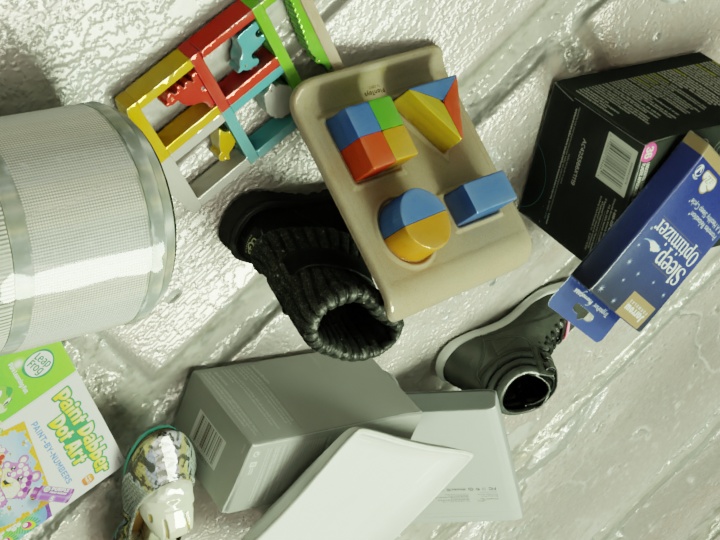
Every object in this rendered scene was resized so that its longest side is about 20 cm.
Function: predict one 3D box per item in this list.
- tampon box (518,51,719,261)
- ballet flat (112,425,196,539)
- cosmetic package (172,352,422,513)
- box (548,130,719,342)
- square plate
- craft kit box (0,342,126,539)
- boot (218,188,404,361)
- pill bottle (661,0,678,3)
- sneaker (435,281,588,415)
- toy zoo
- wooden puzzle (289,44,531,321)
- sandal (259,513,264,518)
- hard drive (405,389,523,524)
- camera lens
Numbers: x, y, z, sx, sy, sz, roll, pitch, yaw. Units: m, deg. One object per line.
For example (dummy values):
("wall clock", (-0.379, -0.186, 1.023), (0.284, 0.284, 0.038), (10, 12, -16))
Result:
("tampon box", (0.278, -0.103, 1.605), (0.199, 0.126, 0.150), (-15, 131, -34))
("ballet flat", (-0.171, 0.211, 1.462), (0.072, 0.072, 0.201), (-21, 150, -30))
("cosmetic package", (-0.056, 0.138, 1.516), (0.199, 0.107, 0.090), (-2, 127, -40))
("box", (0.265, -0.020, 1.538), (0.200, 0.032, 0.121), (-50, 142, 5))
("square plate", (-0.016, 0.214, 1.521), (0.200, 0.028, 0.198), (-47, 148, 16))
("craft kit box", (-0.303, 0.143, 1.340), (0.197, 0.048, 0.200), (-38, 141, -17))
("boot", (-0.001, 0.002, 1.407), (0.210, 0.158, 0.080), (-6, 127, -39))
("pill bottle", (0.280, -0.335, 1.420), (0.200, 0.111, 0.111), (-54, 141, 7))
("sneaker", (0.182, 0.083, 1.697), (0.199, 0.099, 0.071), (-26, 136, -26))
("toy zoo", (-0.106, -0.130, 1.306), (0.200, 0.020, 0.131), (-40, 141, -10))
("wooden puzzle", (0.052, -0.078, 1.360), (0.185, 0.201, 0.046), (-21, 177, -45))
("sandal", (-0.025, 0.252, 1.674), (0.059, 0.079, 0.206), (-55, 150, 8))
("hard drive", (0.085, 0.189, 1.696), (0.131, 0.027, 0.200), (-3, 140, 12))
("camera lens", (-0.238, -0.025, 1.159), (0.199, 0.160, 0.161), (-14, 131, -35))
